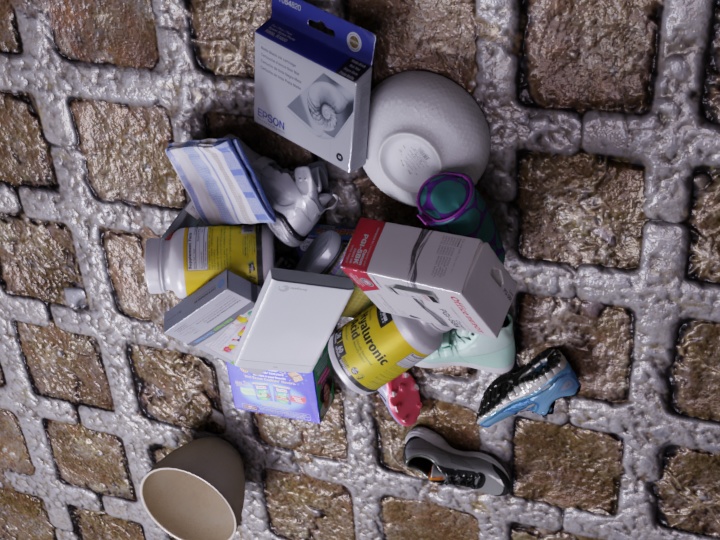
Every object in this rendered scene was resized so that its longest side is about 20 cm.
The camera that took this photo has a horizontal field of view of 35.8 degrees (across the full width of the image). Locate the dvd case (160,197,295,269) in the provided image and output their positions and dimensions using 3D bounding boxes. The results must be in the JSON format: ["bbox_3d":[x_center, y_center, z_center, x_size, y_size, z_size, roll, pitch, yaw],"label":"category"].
[{"bbox_3d":[-0.224,-0.017,1.802,0.199,0.022,0.147,38,94,-7],"label":"dvd case"}]

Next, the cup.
[{"bbox_3d":[-0.295,0.399,2.105,0.197,0.144,0.203,12,128,16],"label":"cup"}]

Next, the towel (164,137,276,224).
[{"bbox_3d":[-0.214,-0.131,1.681,0.199,0.024,0.148,3,126,52],"label":"towel"}]

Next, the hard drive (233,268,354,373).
[{"bbox_3d":[-0.104,0.080,1.692,0.130,0.027,0.201,7,134,-22],"label":"hard drive"}]

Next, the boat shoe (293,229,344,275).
[{"bbox_3d":[-0.067,0.008,1.733,0.061,0.073,0.200,24,141,-14],"label":"boat shoe"}]

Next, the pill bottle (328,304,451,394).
[{"bbox_3d":[0.055,0.094,1.682,0.199,0.112,0.111,-36,105,26],"label":"pill bottle"}]

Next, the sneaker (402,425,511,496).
[{"bbox_3d":[0.161,0.343,1.905,0.197,0.080,0.075,22,128,6],"label":"sneaker"}]

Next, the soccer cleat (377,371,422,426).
[{"bbox_3d":[0.038,0.174,1.857,0.076,0.067,0.201,16,143,54],"label":"soccer cleat"}]

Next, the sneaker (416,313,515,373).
[{"bbox_3d":[0.144,0.091,1.731,0.197,0.074,0.119,5,133,9],"label":"sneaker"}]

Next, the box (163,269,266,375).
[{"bbox_3d":[-0.183,0.086,1.743,0.155,0.042,0.199,-31,137,31],"label":"box"}]

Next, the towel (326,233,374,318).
[{"bbox_3d":[0.018,0.009,1.680,0.142,0.023,0.201,13,134,-23],"label":"towel"}]

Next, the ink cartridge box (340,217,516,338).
[{"bbox_3d":[0.094,0.010,1.529,0.198,0.084,0.147,12,159,34],"label":"ink cartridge box"}]

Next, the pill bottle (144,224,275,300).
[{"bbox_3d":[-0.231,-0.011,1.735,0.196,0.113,0.114,-3,126,-2],"label":"pill bottle"}]

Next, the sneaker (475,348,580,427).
[{"bbox_3d":[0.264,0.208,1.764,0.090,0.079,0.199,43,130,-15],"label":"sneaker"}]

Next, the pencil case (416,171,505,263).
[{"bbox_3d":[0.143,-0.055,1.566,0.085,0.092,0.200,44,173,35],"label":"pencil case"}]

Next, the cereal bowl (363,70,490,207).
[{"bbox_3d":[0.080,-0.171,1.566,0.197,0.084,0.203,13,128,16],"label":"cereal bowl"}]

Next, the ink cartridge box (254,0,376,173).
[{"bbox_3d":[-0.069,-0.263,1.551,0.198,0.040,0.202,30,133,30],"label":"ink cartridge box"}]

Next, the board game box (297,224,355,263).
[{"bbox_3d":[0.000,0.000,1.755,0.197,0.035,0.137,7,126,19],"label":"board game box"}]

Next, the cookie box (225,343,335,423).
[{"bbox_3d":[-0.140,0.149,1.899,0.168,0.075,0.203,7,126,19],"label":"cookie box"}]

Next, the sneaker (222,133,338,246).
[{"bbox_3d":[-0.120,-0.145,1.683,0.115,0.075,0.201,-38,88,22],"label":"sneaker"}]
